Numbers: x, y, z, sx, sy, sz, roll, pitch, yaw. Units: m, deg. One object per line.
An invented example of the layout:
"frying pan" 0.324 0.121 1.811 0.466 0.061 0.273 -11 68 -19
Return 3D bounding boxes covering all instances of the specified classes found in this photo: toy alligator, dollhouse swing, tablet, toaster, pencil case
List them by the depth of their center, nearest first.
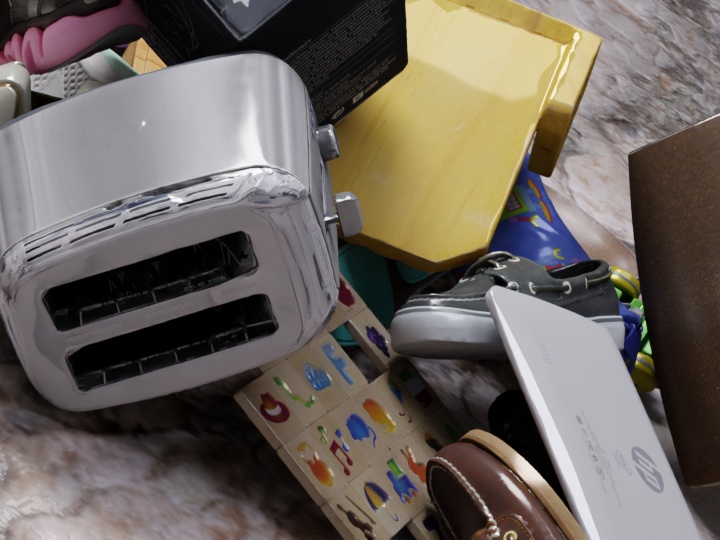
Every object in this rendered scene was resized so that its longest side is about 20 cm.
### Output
"toaster" -0.100 -0.016 1.133 0.199 0.114 0.129 -15 33 -1
"tablet" 0.134 0.103 1.257 0.130 0.014 0.201 20 43 -52
"dollhouse swing" 0.016 -0.083 1.431 0.199 0.176 0.182 21 -11 4
"pencil case" 0.104 -0.003 1.504 0.200 0.087 0.078 59 -8 38
"toy alligator" 0.150 0.031 1.588 0.199 0.059 0.054 29 -27 11

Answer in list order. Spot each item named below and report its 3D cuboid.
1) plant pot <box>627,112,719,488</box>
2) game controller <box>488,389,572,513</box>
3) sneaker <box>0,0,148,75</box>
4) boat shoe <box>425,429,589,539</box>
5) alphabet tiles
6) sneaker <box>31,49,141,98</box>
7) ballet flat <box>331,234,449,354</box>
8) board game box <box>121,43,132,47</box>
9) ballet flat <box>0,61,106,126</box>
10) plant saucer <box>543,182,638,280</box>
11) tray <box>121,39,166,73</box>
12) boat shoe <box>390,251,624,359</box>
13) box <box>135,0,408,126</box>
"plant pot" 0.242 0.002 1.466 0.201 0.186 0.187 66 22 0
"game controller" 0.120 0.137 1.289 0.104 0.042 0.200 42 18 -23
"sneaker" -0.190 -0.149 1.289 0.079 0.200 0.096 -31 104 -37
"boat shoe" 0.082 0.153 1.141 0.070 0.071 0.200 -28 45 -17
"alphabet tiles" 0.003 0.079 1.220 0.167 0.008 0.200 52 21 3
"sneaker" -0.109 -0.060 1.352 0.118 0.074 0.201 26 21 -30
"ballet flat" 0.000 0.000 1.397 0.063 0.068 0.200 -3 18 35
"board game box" -0.091 -0.172 1.617 0.199 0.032 0.120 6 20 -7
"ballet flat" -0.157 -0.070 1.221 0.199 0.071 0.071 13 20 1
"plant saucer" 0.106 -0.040 1.690 0.200 0.032 0.200 31 14 -8
"tray" -0.062 -0.080 1.534 0.199 0.037 0.099 29 19 -13
"boat shoe" 0.080 0.019 1.338 0.068 0.057 0.200 -7 -6 35
"box" -0.062 -0.164 1.265 0.149 0.107 0.200 48 -10 14
